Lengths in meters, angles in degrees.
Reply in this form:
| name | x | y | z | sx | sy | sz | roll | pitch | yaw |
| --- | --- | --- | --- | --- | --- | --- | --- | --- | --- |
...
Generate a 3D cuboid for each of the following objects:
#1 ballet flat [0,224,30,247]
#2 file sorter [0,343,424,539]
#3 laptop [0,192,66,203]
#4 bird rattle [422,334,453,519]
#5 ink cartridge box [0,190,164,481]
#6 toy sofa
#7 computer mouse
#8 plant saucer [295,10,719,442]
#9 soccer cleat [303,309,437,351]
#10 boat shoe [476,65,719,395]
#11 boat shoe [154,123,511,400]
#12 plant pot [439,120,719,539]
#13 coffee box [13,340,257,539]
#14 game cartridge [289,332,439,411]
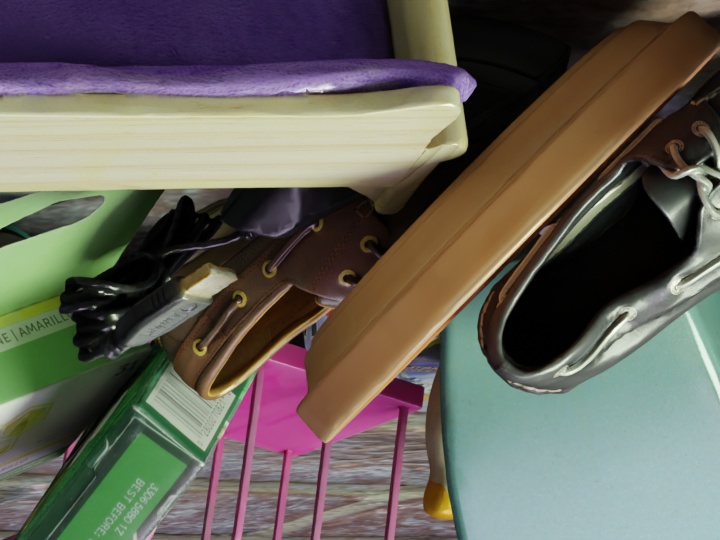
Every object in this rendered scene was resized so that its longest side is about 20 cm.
| name | x | y | z | sx | sy | sz | roll | pitch | yaw |
| --- | --- | --- | --- | --- | --- | --- | --- | --- | --- |
| ballet flat | -0.175 | 0.031 | 1.139 | 0.069 | 0.070 | 0.200 | -5 | 166 | -5 |
| file sorter | -0.090 | 0.109 | 1.275 | 0.199 | 0.126 | 0.139 | 19 | 156 | -28 |
| laptop | -0.232 | 0.019 | 0.956 | 0.199 | 0.117 | 0.187 | -12 | 166 | 37 |
| bird rattle | 0.101 | 0.063 | 1.222 | 0.199 | 0.164 | 0.112 | 13 | 177 | -30 |
| ink cartridge box | -0.150 | 0.036 | 0.995 | 0.145 | 0.048 | 0.200 | -22 | 163 | -43 |
| toy sofa | -0.068 | -0.070 | 0.740 | 0.199 | 0.083 | 0.098 | -2 | 161 | -17 |
| computer mouse | -0.025 | -0.037 | 0.845 | 0.199 | 0.046 | 0.140 | -25 | -168 | 27 |
| plant saucer | 0.048 | -0.020 | 0.841 | 0.200 | 0.032 | 0.200 | -44 | 178 | -2 |
| soccer cleat | 0.000 | 0.000 | 1.092 | 0.066 | 0.077 | 0.200 | -18 | 174 | -4 |
| boat shoe | 0.126 | -0.023 | 0.892 | 0.200 | 0.073 | 0.063 | -40 | 177 | 12 |
| boat shoe | -0.004 | -0.015 | 0.954 | 0.200 | 0.068 | 0.072 | -33 | 157 | 25 |
| plant pot | 0.104 | 0.045 | 1.037 | 0.140 | 0.142 | 0.201 | -8 | 126 | 11 |
| coffee box | -0.093 | 0.070 | 1.066 | 0.123 | 0.044 | 0.200 | -50 | -174 | 23 |
| game cartridge | 0.020 | 0.051 | 1.370 | 0.199 | 0.042 | 0.133 | 4 | 167 | -36 |
